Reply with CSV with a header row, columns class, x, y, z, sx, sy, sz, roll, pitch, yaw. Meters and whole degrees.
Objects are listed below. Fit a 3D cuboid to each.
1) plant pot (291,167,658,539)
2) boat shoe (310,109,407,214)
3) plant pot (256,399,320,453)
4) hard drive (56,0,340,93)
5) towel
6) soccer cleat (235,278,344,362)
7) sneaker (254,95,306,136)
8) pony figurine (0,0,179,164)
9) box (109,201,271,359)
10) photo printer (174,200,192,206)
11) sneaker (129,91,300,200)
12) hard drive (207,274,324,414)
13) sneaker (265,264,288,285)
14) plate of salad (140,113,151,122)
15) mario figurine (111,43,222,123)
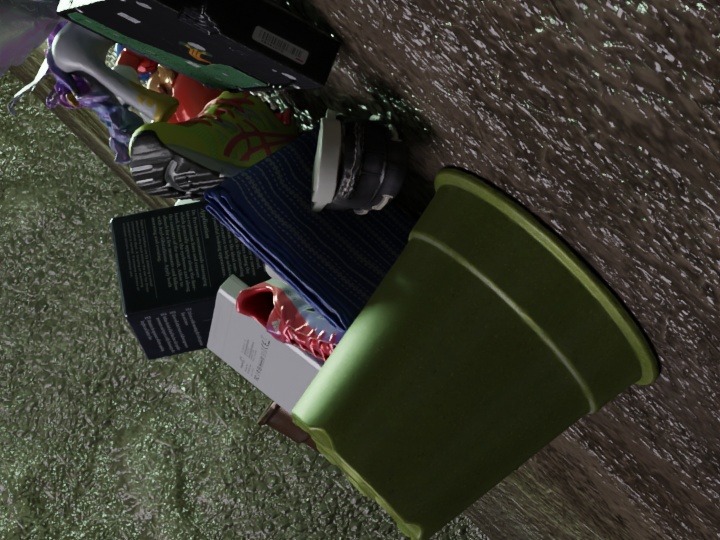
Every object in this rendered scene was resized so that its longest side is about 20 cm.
class,x,y,z,sx,sy,sz,roll,pitch,yaw
plant pot,0.059,0.069,0.972,0.200,0.190,0.200,44,172,8
boat shoe,-0.002,-0.075,1.012,0.060,0.075,0.200,7,-179,-3
plant pot,0.027,0.139,1.548,0.198,0.201,0.200,38,172,-1
hard drive,-0.114,-0.165,0.988,0.139,0.038,0.200,24,174,-25
towel,-0.022,-0.036,1.093,0.145,0.024,0.200,44,-152,3
soccer cleat,-0.036,0.052,1.255,0.200,0.076,0.067,31,122,57
sneaker,-0.061,-0.062,1.271,0.066,0.091,0.200,33,166,51
pony figurine,-0.216,-0.178,1.141,0.200,0.193,0.166,41,-171,8
box,-0.138,0.002,1.487,0.149,0.198,0.108,89,169,-70
photo printer,-0.119,0.004,1.715,0.200,0.069,0.167,41,171,29
sneaker,-0.110,-0.101,1.136,0.078,0.091,0.200,-5,174,29
hard drive,-0.057,0.099,1.392,0.200,0.027,0.132,38,151,10
sneaker,0.000,0.000,1.192,0.088,0.081,0.200,33,-170,17
plate of salad,-0.163,-0.141,1.557,0.199,0.048,0.200,36,176,3
mario figurine,-0.186,-0.170,1.276,0.200,0.123,0.106,46,153,27
